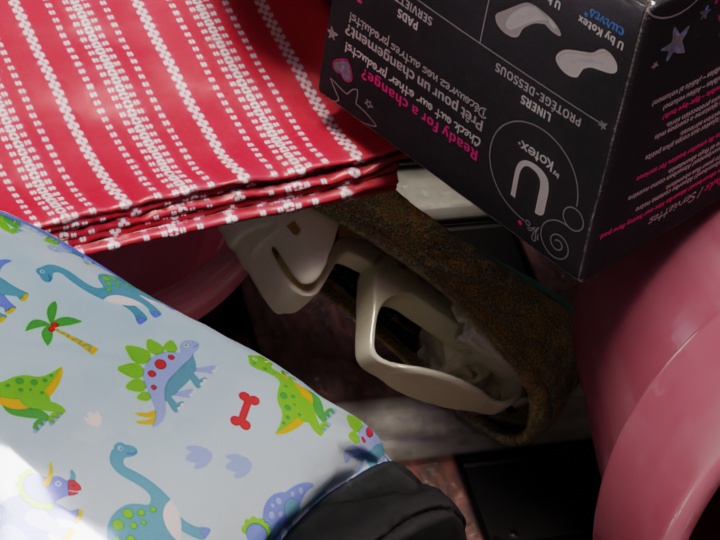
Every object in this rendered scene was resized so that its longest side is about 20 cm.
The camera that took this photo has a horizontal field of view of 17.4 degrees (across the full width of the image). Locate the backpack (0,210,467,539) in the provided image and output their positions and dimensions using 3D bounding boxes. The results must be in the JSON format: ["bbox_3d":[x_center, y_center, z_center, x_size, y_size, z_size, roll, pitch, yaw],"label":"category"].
[{"bbox_3d":[-0.090,0.074,0.695,0.199,0.155,0.163,23,49,28],"label":"backpack"}]

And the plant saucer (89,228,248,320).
[{"bbox_3d":[-0.133,-0.031,0.929,0.199,0.051,0.201,6,45,-6],"label":"plant saucer"}]

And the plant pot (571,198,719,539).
[{"bbox_3d":[0.161,0.054,0.816,0.198,0.201,0.179,-3,30,-14],"label":"plant pot"}]

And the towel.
[{"bbox_3d":[-0.095,-0.068,0.821,0.199,0.023,0.145,-13,56,-23],"label":"towel"}]

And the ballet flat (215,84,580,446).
[{"bbox_3d":[0.000,0.000,0.876,0.199,0.071,0.071,34,42,-16],"label":"ballet flat"}]

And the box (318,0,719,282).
[{"bbox_3d":[0.102,-0.106,0.812,0.132,0.115,0.199,37,46,29],"label":"box"}]
